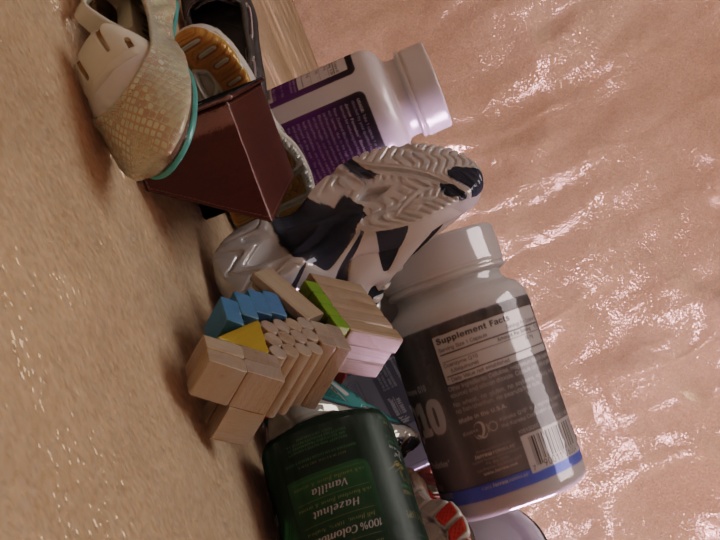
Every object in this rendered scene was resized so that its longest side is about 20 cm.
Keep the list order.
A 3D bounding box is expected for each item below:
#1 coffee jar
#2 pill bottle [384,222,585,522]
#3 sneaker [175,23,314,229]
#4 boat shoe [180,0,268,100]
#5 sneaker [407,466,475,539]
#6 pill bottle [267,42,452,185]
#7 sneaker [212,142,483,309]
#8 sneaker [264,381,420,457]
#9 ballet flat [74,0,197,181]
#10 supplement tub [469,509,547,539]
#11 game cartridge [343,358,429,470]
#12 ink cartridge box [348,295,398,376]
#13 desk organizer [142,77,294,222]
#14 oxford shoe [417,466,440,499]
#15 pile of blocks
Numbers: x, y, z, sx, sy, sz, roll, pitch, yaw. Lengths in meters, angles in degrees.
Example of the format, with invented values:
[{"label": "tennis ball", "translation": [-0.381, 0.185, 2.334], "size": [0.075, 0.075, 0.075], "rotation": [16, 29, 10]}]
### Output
[{"label": "coffee jar", "translation": [0.007, 0.188, 0.620], "size": [0.105, 0.084, 0.203], "rotation": [75, -3, -60]}, {"label": "pill bottle", "translation": [0.086, 0.074, 0.826], "size": [0.114, 0.112, 0.203], "rotation": [30, 42, -82]}, {"label": "sneaker", "translation": [-0.088, -0.107, 0.881], "size": [0.088, 0.074, 0.203], "rotation": [-98, 167, -68]}, {"label": "boat shoe", "translation": [-0.122, -0.211, 0.978], "size": [0.057, 0.066, 0.203], "rotation": [82, -7, -66]}, {"label": "sneaker", "translation": [0.056, 0.204, 0.752], "size": [0.082, 0.077, 0.200], "rotation": [51, 3, -16]}, {"label": "pill bottle", "translation": [-0.019, -0.137, 1.032], "size": [0.111, 0.197, 0.113], "rotation": [-21, 90, -85]}, {"label": "sneaker", "translation": [0.000, 0.000, 0.776], "size": [0.080, 0.197, 0.131], "rotation": [47, -19, 34]}, {"label": "sneaker", "translation": [-0.016, 0.104, 0.772], "size": [0.080, 0.077, 0.200], "rotation": [58, 6, 28]}, {"label": "ballet flat", "translation": [-0.134, -0.118, 0.614], "size": [0.062, 0.068, 0.201], "rotation": [32, 22, -30]}, {"label": "supplement tub", "translation": [0.105, 0.296, 0.914], "size": [0.124, 0.120, 0.202], "rotation": [-106, -176, -48]}, {"label": "game cartridge", "translation": [0.041, 0.110, 1.003], "size": [0.201, 0.131, 0.041], "rotation": [-120, -168, -61]}, {"label": "ink cartridge box", "translation": [-0.002, 0.036, 0.981], "size": [0.200, 0.113, 0.069], "rotation": [-75, 142, -83]}, {"label": "desk organizer", "translation": [-0.093, -0.075, 0.729], "size": [0.200, 0.071, 0.078], "rotation": [-87, 158, -77]}, {"label": "oxford shoe", "translation": [0.036, 0.216, 1.048], "size": [0.200, 0.069, 0.076], "rotation": [-120, -142, -84]}, {"label": "pile of blocks", "translation": [-0.053, 0.051, 0.644], "size": [0.082, 0.063, 0.199], "rotation": [40, 22, 18]}]
